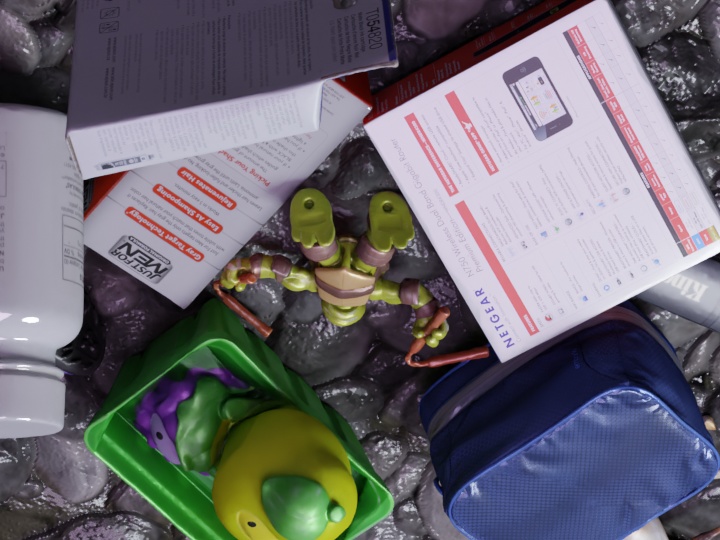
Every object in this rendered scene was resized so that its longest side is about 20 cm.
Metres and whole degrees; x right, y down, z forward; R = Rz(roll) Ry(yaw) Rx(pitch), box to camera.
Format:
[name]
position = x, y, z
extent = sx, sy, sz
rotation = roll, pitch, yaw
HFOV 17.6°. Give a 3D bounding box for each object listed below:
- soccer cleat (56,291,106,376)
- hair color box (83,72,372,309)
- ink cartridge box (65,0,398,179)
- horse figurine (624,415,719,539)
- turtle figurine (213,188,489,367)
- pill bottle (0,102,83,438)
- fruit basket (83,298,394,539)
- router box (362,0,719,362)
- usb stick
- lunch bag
[soccer cleat]
position = -0.261, 0.012, 1.587
extent = 0.200, 0.068, 0.073
rotation = 37, 138, -29
[hair color box]
position = -0.094, -0.079, 1.531
extent = 0.101, 0.061, 0.200
rotation = 34, 114, -24
[ink cartridge box]
position = -0.076, -0.143, 1.407
extent = 0.199, 0.200, 0.041
rotation = -12, 127, 6
[horse figurine]
position = 0.222, 0.186, 1.741
extent = 0.132, 0.050, 0.201
rotation = -21, 124, 4
[turtle figurine]
position = 0.000, 0.000, 1.576
extent = 0.199, 0.065, 0.161
rotation = 16, 154, 3
[pill bottle]
position = -0.234, 0.002, 1.483
extent = 0.114, 0.201, 0.114
rotation = -1, 169, 0
[fruit basket]
position = -0.074, 0.140, 1.597
extent = 0.155, 0.216, 0.216
rotation = -35, 120, 18
[router box]
position = 0.124, -0.065, 1.539
extent = 0.179, 0.049, 0.200
rotation = -27, 112, 10
[usb stick]
position = 0.215, 0.001, 1.625
extent = 0.199, 0.033, 0.056
rotation = 23, 120, -18
[lunch bag]
position = 0.138, 0.114, 1.635
extent = 0.200, 0.133, 0.136
rotation = -34, 127, 18
